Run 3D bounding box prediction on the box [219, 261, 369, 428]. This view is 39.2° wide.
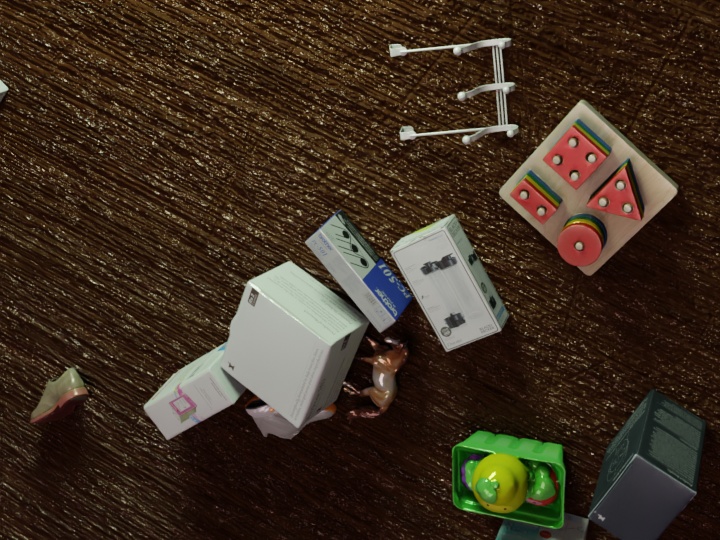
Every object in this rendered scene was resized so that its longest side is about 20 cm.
[{"bbox_3d":[-0.119,0.129,1.792,0.199,0.130,0.201,35,124,20],"label":"box"}]

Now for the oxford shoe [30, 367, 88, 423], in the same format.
[{"bbox_3d":[-0.651,0.272,2.169,0.199,0.070,0.076,-33,71,34],"label":"oxford shoe"}]

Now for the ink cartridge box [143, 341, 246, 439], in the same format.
[{"bbox_3d":[-0.297,0.221,1.926,0.199,0.145,0.085,-29,101,32],"label":"ink cartridge box"}]

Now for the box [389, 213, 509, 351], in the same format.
[{"bbox_3d":[0.150,0.021,1.682,0.116,0.060,0.201,-25,102,31],"label":"box"}]

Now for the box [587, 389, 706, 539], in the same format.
[{"bbox_3d":[0.456,0.314,1.598,0.106,0.200,0.149,32,123,7],"label":"box"}]

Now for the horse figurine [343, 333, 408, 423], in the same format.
[{"bbox_3d":[0.025,0.191,1.825,0.131,0.050,0.203,17,117,23],"label":"horse figurine"}]

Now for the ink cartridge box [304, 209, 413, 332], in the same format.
[{"bbox_3d":[0.000,0.000,1.720,0.044,0.094,0.201,-36,96,33],"label":"ink cartridge box"}]

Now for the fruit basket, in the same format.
[{"bbox_3d":[0.247,0.366,1.717,0.213,0.216,0.158,7,116,21],"label":"fruit basket"}]

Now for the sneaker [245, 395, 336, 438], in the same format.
[{"bbox_3d":[-0.121,0.276,1.924,0.198,0.076,0.093,-6,119,34],"label":"sneaker"}]

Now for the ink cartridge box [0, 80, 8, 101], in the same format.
[{"bbox_3d":[-0.775,-0.313,1.936,0.116,0.068,0.200,46,123,-1],"label":"ink cartridge box"}]

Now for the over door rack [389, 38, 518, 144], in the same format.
[{"bbox_3d":[0.137,-0.272,1.547,0.197,0.067,0.150,2,113,23],"label":"over door rack"}]

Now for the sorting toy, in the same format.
[{"bbox_3d":[0.338,-0.112,1.530,0.198,0.070,0.200,42,123,1],"label":"sorting toy"}]

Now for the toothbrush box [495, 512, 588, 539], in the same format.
[{"bbox_3d":[0.306,0.504,1.755,0.145,0.200,0.086,12,117,19],"label":"toothbrush box"}]
